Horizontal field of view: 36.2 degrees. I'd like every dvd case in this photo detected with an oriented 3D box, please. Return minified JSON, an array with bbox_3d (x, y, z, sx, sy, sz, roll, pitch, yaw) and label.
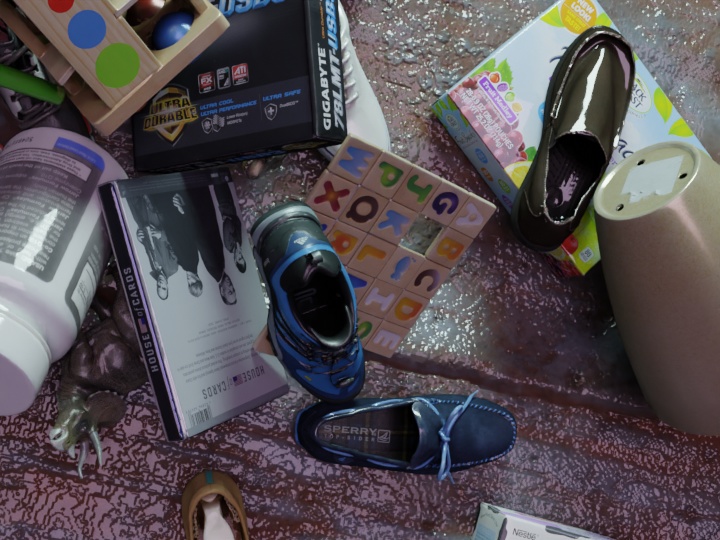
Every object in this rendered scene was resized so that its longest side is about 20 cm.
[{"bbox_3d":[-0.130,0.021,0.888,0.024,0.150,0.203,-14,91,30],"label":"dvd case"}]

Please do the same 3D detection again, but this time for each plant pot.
[{"bbox_3d":[0.279,-0.002,0.913,0.187,0.187,0.201,-43,117,-11],"label":"plant pot"}]

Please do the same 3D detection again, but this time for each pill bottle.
[{"bbox_3d":[-0.253,-0.001,0.827,0.113,0.114,0.202,22,49,-10],"label":"pill bottle"}]

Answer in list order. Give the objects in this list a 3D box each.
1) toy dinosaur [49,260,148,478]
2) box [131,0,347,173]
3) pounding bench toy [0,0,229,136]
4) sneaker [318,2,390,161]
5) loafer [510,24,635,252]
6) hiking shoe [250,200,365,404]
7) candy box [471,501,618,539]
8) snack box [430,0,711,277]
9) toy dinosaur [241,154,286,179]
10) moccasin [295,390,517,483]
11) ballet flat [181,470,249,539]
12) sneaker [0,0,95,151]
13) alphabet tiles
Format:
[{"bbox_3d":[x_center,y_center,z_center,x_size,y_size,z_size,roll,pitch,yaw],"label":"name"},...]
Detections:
[{"bbox_3d":[-0.200,0.060,0.907,0.102,0.077,0.200,45,67,-13],"label":"toy dinosaur"},{"bbox_3d":[-0.105,-0.189,0.882,0.049,0.198,0.202,-3,89,-55],"label":"box"},{"bbox_3d":[-0.223,-0.175,0.797,0.200,0.124,0.156,-42,133,-5],"label":"pounding bench toy"},{"bbox_3d":[-0.031,-0.174,0.947,0.072,0.071,0.202,-28,93,-12],"label":"sneaker"},{"bbox_3d":[0.189,-0.112,0.921,0.072,0.071,0.203,19,84,-9],"label":"loafer"},{"bbox_3d":[-0.035,0.046,0.862,0.074,0.087,0.201,-26,131,-7],"label":"hiking shoe"},{"bbox_3d":[0.164,0.325,0.959,0.166,0.072,0.203,17,84,-10],"label":"candy box"},{"bbox_3d":[0.190,-0.124,0.993,0.168,0.068,0.201,-38,96,-11],"label":"snack box"},{"bbox_3d":[-0.079,-0.180,0.917,0.047,0.087,0.203,-3,107,-47],"label":"toy dinosaur"},{"bbox_3d":[0.044,0.148,0.946,0.197,0.068,0.082,-3,87,-12],"label":"moccasin"},{"bbox_3d":[-0.112,0.268,0.909,0.068,0.063,0.203,-14,90,-12],"label":"ballet flat"},{"bbox_3d":[-0.281,-0.156,0.888,0.077,0.082,0.202,-31,95,-12],"label":"sneaker"},{"bbox_3d":[0.000,0.000,0.910,0.166,0.008,0.201,21,112,-37],"label":"alphabet tiles"}]
